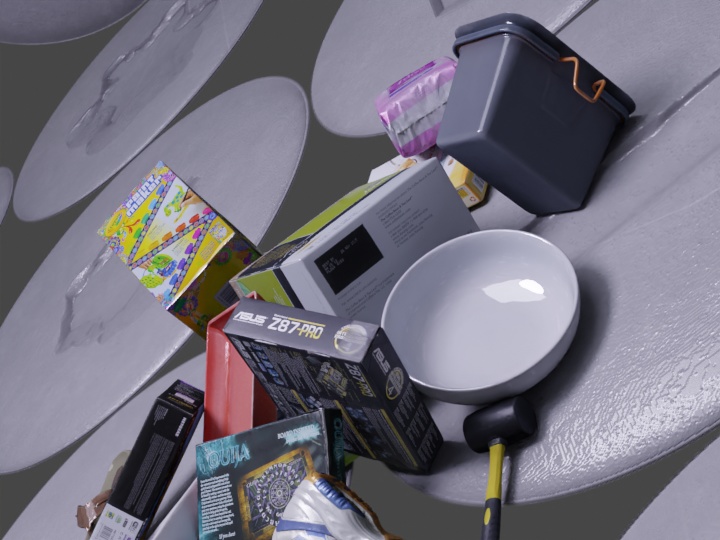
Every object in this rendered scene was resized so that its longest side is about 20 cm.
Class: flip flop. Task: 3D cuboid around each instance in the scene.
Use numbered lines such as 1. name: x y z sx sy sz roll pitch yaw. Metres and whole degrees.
1. flip flop: -0.319 0.293 1.925 0.081 0.058 0.201 -31 30 30

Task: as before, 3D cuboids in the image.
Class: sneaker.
1. sneaker: 0.005 0.269 1.374 0.200 0.075 0.088 39 95 32

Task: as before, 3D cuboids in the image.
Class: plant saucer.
1. plant saucer: -0.128 0.139 1.678 0.199 0.036 0.202 150 123 -67

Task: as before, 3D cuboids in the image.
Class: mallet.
1. mallet: 0.127 0.197 1.393 0.066 0.041 0.201 -31 35 27

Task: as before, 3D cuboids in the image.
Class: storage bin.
1. storage bin: 0.182 -0.155 1.639 0.145 0.199 0.136 -7 57 54

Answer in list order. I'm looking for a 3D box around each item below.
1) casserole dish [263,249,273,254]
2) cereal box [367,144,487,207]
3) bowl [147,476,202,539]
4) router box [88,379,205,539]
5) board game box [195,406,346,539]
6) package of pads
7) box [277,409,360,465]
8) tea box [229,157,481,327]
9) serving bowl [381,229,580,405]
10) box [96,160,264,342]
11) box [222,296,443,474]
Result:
1. casserole dish: -0.143 0.026 2.054 0.199 0.039 0.122 -16 40 47
2. cereal box: 0.078 -0.104 1.887 0.199 0.040 0.145 -27 31 37
3. bowl: -0.213 0.328 1.620 0.200 0.074 0.200 -51 3 31
4. router box: -0.240 0.230 1.774 0.202 0.051 0.149 -64 0 5
5. board game box: -0.088 0.218 1.514 0.199 0.028 0.137 -20 68 43
6. package of pads: 0.082 -0.203 1.902 0.120 0.076 0.200 -30 10 5
7. box: -0.026 0.158 1.668 0.199 0.048 0.122 -38 26 21
8. tea box: 0.000 0.000 1.663 0.199 0.134 0.196 -37 11 -25
9. serving bowl: 0.123 0.056 1.521 0.198 0.066 0.201 -13 45 13
10. box: -0.182 0.002 1.898 0.122 0.200 0.193 -47 46 -1
11. box: -0.024 0.112 1.498 0.160 0.201 0.049 13 59 33
